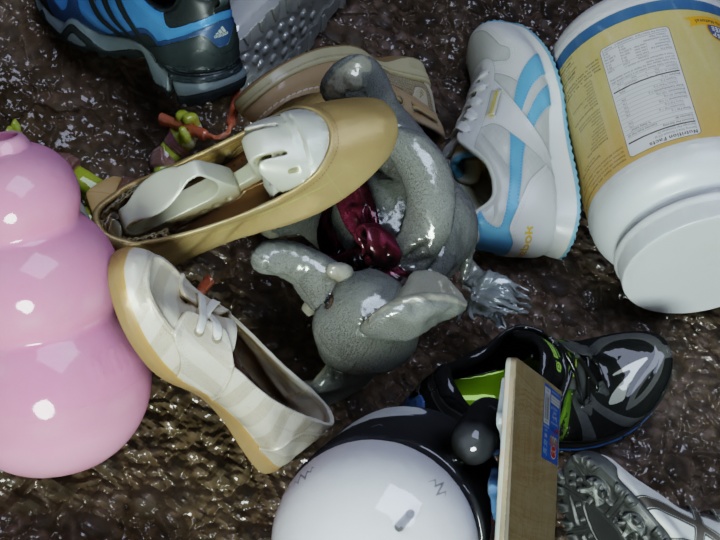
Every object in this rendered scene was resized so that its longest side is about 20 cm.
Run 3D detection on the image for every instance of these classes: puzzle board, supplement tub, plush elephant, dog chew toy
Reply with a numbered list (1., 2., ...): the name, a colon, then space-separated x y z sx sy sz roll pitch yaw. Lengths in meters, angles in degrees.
1. puzzle board: 0.095 0.136 1.206 0.017 0.200 0.151 1 82 12
2. supplement tub: 0.221 -0.086 1.456 0.144 0.145 0.201 1 56 -19
3. plush elephant: 0.000 0.000 1.303 0.200 0.165 0.155 42 43 1
4. dog chew toy: -0.192 0.017 1.206 0.124 0.201 0.125 -7 19 2

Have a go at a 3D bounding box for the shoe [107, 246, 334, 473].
1. shoe: -0.082 0.048 1.236 0.053 0.200 0.070 -21 44 19

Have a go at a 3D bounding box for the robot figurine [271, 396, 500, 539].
1. robot figurine: 0.021 0.149 1.203 0.124 0.200 0.151 2 96 12

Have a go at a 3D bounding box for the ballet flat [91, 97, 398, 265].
1. ballet flat: -0.072 -0.054 1.244 0.200 0.063 0.069 -27 63 10

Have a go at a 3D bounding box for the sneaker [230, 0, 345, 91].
1. sneaker: -0.066 -0.201 1.491 0.080 0.077 0.200 26 46 14

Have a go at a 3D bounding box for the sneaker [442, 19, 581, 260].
1. sneaker: 0.099 -0.100 1.468 0.080 0.077 0.201 2 54 -17

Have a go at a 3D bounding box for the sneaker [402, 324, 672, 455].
1. sneaker: 0.125 0.076 1.348 0.199 0.083 0.071 -9 60 -25

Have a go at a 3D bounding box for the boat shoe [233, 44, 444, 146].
1. boat shoe: -0.006 -0.109 1.407 0.200 0.071 0.065 -8 68 -53

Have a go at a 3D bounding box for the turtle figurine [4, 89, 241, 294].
1. turtle figurine: -0.159 -0.048 1.346 0.161 0.064 0.201 15 61 1

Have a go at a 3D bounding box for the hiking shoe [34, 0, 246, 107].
1. hiking shoe: -0.149 -0.187 1.402 0.200 0.087 0.074 28 40 35

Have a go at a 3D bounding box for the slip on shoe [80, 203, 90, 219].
1. slip on shoe: -0.267 -0.016 1.267 0.199 0.076 0.061 -18 37 -6

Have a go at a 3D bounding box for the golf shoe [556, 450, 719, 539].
1. golf shoe: 0.210 0.182 1.314 0.200 0.078 0.094 47 50 1
